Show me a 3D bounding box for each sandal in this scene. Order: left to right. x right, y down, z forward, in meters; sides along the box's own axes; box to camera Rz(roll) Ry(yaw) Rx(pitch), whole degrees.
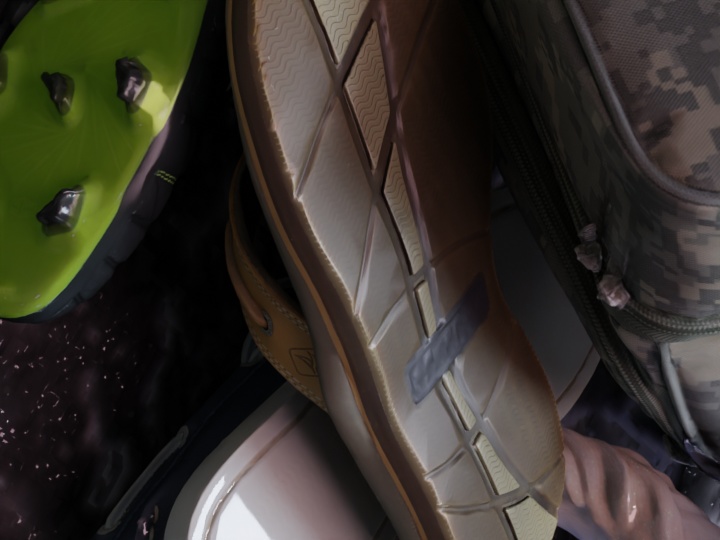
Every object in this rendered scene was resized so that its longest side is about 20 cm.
[{"bbox_3d":[0.000,0.000,0.667,0.080,0.054,0.200,-46,129,-42],"label":"sandal"}]

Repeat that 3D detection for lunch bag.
[{"bbox_3d":[0.095,-0.059,0.700,0.139,0.200,0.168,-18,154,-8],"label":"lunch bag"}]

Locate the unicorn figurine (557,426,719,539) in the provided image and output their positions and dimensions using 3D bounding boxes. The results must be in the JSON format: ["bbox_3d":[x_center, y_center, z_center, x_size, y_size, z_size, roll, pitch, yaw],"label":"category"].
[{"bbox_3d":[0.105,0.107,0.773,0.074,0.200,0.138,-48,126,-49],"label":"unicorn figurine"}]

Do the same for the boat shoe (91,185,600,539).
[{"bbox_3d":[0.002,0.038,0.737,0.200,0.062,0.075,-46,116,-37],"label":"boat shoe"}]

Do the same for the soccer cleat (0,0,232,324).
[{"bbox_3d":[-0.038,-0.071,0.678,0.081,0.067,0.200,39,68,-49],"label":"soccer cleat"}]
